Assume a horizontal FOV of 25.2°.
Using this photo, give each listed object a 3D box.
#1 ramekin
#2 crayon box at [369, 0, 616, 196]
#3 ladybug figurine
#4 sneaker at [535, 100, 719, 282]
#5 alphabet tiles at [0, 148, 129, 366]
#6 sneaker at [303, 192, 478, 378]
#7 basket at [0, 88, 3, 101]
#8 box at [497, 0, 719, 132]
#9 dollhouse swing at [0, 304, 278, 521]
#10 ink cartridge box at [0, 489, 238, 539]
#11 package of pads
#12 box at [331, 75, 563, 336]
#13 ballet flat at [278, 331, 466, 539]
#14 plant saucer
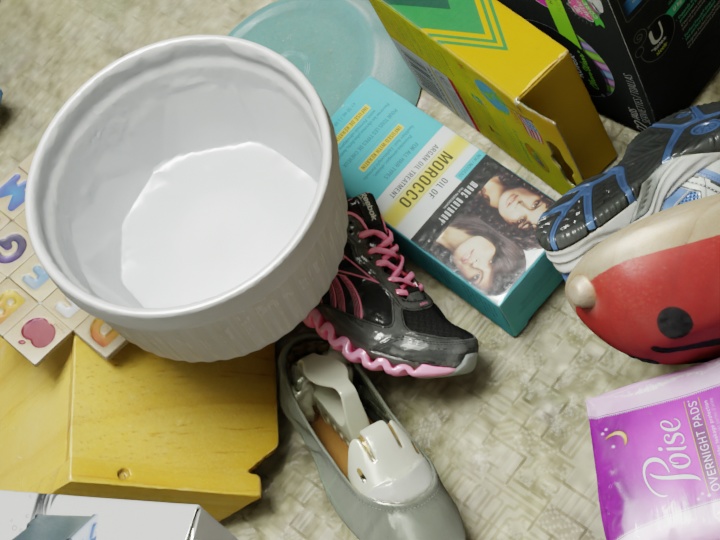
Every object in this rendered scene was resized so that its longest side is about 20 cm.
[{"bbox_3d":[-0.100,-0.037,1.019,0.199,0.105,0.201,-7,61,12],"label":"ramekin"},{"bbox_3d":[0.098,-0.128,1.092,0.051,0.127,0.200,-44,54,-4],"label":"crayon box"},{"bbox_3d":[0.212,0.007,0.940,0.199,0.136,0.072,-11,65,-18],"label":"ladybug figurine"},{"bbox_3d":[0.201,-0.045,1.033,0.199,0.077,0.076,-34,21,-16],"label":"sneaker"},{"bbox_3d":[-0.181,-0.029,1.103,0.166,0.006,0.200,36,68,25],"label":"alphabet tiles"},{"bbox_3d":[0.000,0.000,1.067,0.199,0.079,0.096,30,106,27],"label":"sneaker"},{"bbox_3d":[-0.380,-0.175,1.328,0.176,0.139,0.201,28,106,35],"label":"basket"},{"bbox_3d":[0.156,-0.210,1.065,0.148,0.200,0.125,31,78,36],"label":"box"},{"bbox_3d":[-0.170,0.099,1.142,0.180,0.176,0.201,8,55,-18],"label":"dollhouse swing"},{"bbox_3d":[-0.162,0.204,1.003,0.199,0.147,0.086,-1,59,24],"label":"ink cartridge box"},{"bbox_3d":[0.232,0.106,0.918,0.199,0.076,0.121,-18,52,15],"label":"package of pads"},{"bbox_3d":[0.054,-0.047,1.100,0.200,0.049,0.082,37,81,31],"label":"box"},{"bbox_3d":[0.000,0.109,1.016,0.067,0.064,0.200,-21,41,-18],"label":"ballet flat"},{"bbox_3d":[-0.051,-0.142,1.228,0.199,0.036,0.201,-12,58,19],"label":"plant saucer"}]
